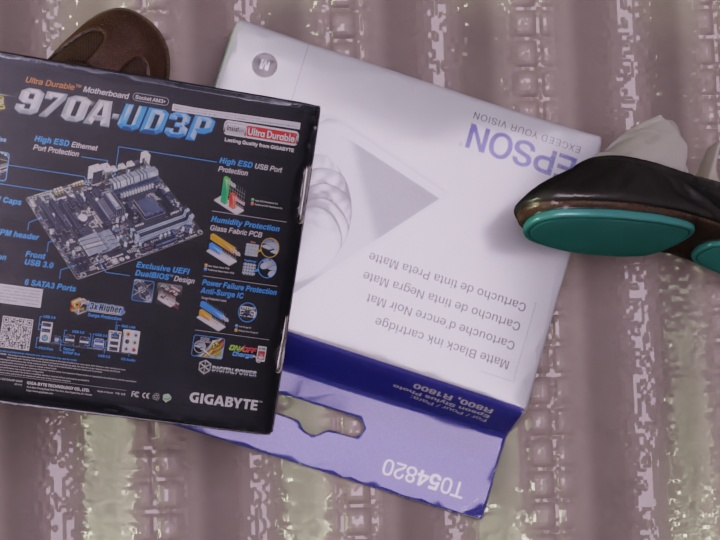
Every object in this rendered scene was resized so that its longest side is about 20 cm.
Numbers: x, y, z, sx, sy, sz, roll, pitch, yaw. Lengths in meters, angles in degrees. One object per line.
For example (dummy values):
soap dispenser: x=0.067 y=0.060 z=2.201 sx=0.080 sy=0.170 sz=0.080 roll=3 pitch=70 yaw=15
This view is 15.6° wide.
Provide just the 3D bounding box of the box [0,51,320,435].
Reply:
box: x=-0.127 y=-0.014 z=1.227 sx=0.199 sy=0.046 sz=0.160 roll=8 pitch=91 yaw=-18

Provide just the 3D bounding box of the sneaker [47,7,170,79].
sneaker: x=-0.156 y=-0.044 z=1.277 sx=0.070 sy=0.076 sz=0.201 roll=33 pitch=81 yaw=-1

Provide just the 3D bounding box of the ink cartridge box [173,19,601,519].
ink cartridge box: x=0.000 y=0.000 z=1.306 sx=0.198 sy=0.041 sz=0.201 roll=17 pitch=82 yaw=-4

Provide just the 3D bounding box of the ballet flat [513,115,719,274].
ballet flat: x=0.161 y=-0.033 z=1.302 sx=0.199 sy=0.068 sz=0.069 roll=12 pitch=67 yaw=-28
